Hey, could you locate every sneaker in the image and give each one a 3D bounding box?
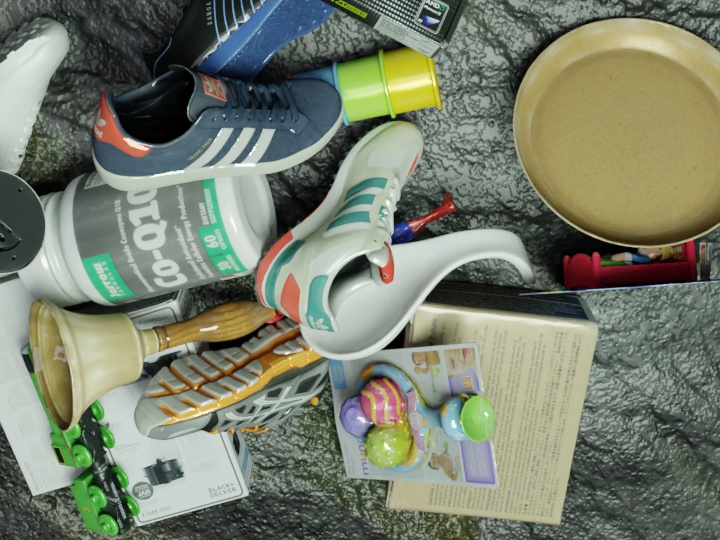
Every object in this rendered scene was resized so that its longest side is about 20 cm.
[{"bbox_3d":[-0.089,-0.210,0.834,0.200,0.070,0.078,-43,69,-3],"label":"sneaker"},{"bbox_3d":[-0.302,-0.127,0.868,0.199,0.077,0.080,-38,113,19],"label":"sneaker"},{"bbox_3d":[-0.101,-0.118,0.772,0.198,0.075,0.085,-18,151,-20],"label":"sneaker"},{"bbox_3d":[0.007,-0.032,0.842,0.200,0.093,0.071,-50,147,-18],"label":"sneaker"},{"bbox_3d":[-0.101,0.108,0.898,0.198,0.078,0.078,-19,123,-34],"label":"sneaker"}]

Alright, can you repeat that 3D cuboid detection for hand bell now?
[{"bbox_3d":[-0.160,0.055,0.861,0.198,0.104,0.106,-13,113,-33],"label":"hand bell"}]

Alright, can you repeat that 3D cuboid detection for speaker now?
[{"bbox_3d":[-0.332,-0.020,0.837,0.199,0.081,0.082,-14,114,46],"label":"speaker"}]

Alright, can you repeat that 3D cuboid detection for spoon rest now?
[{"bbox_3d":[0.041,0.011,0.852,0.198,0.100,0.061,-19,143,5],"label":"spoon rest"}]

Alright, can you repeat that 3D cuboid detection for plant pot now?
[{"bbox_3d":[0.220,-0.109,0.839,0.197,0.028,0.203,0,72,1],"label":"plant pot"}]

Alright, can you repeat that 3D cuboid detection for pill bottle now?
[{"bbox_3d":[-0.178,-0.035,0.865,0.198,0.113,0.114,-13,109,13],"label":"pill bottle"}]

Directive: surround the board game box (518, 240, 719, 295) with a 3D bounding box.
[{"bbox_3d":[0.220,-0.005,0.846,0.156,0.199,0.040,-5,88,28],"label":"board game box"}]

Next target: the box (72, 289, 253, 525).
[{"bbox_3d":[-0.182,0.120,0.951,0.115,0.060,0.202,-17,108,6],"label":"box"}]

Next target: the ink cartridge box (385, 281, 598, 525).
[{"bbox_3d":[0.114,0.119,0.941,0.162,0.075,0.203,7,109,-1],"label":"ink cartridge box"}]

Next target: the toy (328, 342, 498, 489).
[{"bbox_3d":[0.027,0.126,0.879,0.047,0.199,0.117,-8,89,-41],"label":"toy"}]

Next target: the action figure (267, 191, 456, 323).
[{"bbox_3d":[0.000,0.000,0.915,0.198,0.052,0.066,-25,103,8],"label":"action figure"}]

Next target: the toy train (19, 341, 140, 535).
[{"bbox_3d":[-0.247,0.144,0.912,0.056,0.042,0.202,0,114,37],"label":"toy train"}]

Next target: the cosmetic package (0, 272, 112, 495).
[{"bbox_3d":[-0.293,0.099,0.949,0.082,0.051,0.202,-16,109,2],"label":"cosmetic package"}]

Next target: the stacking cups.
[{"bbox_3d":[-0.033,-0.139,0.866,0.197,0.061,0.061,-14,109,8],"label":"stacking cups"}]

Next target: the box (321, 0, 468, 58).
[{"bbox_3d":[0.012,-0.292,0.782,0.198,0.048,0.195,26,86,-8],"label":"box"}]
